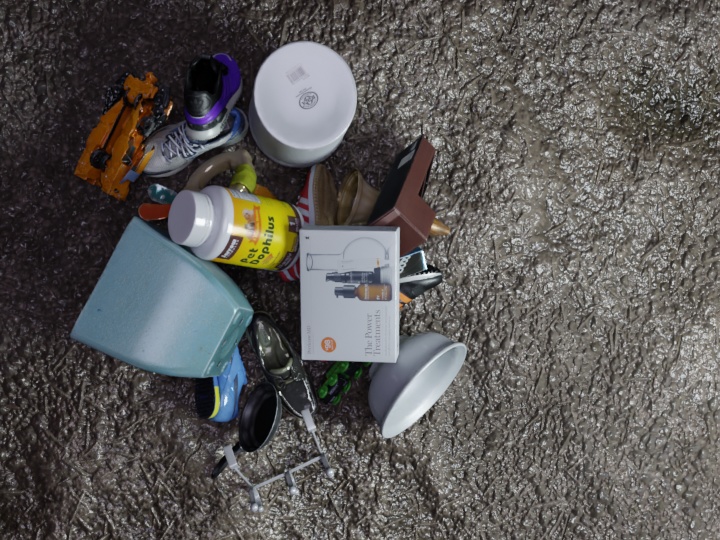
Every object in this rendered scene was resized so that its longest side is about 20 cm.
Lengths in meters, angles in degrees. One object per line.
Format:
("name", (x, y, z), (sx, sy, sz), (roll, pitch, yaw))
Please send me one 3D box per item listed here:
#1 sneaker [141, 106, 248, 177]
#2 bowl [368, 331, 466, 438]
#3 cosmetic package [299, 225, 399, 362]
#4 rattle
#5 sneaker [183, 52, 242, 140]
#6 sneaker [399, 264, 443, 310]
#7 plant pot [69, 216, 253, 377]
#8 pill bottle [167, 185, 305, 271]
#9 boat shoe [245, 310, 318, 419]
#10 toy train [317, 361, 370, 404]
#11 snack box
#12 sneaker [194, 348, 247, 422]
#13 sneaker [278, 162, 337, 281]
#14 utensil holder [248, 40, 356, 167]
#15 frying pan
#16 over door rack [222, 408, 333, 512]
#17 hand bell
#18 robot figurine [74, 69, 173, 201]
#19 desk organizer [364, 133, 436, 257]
("sneaker", (-0.276, -0.216, 1.335), (0.198, 0.085, 0.078), (-28, 95, -6))
("bowl", (0.077, 0.170, 1.361), (0.201, 0.201, 0.090), (-46, 66, -5))
("cosmetic package", (-0.016, 0.035, 1.259), (0.148, 0.052, 0.204), (1, 101, 9))
("rattle", (-0.244, -0.104, 1.371), (0.198, 0.143, 0.132), (-29, 62, 9))
("sneaker", (-0.230, -0.300, 1.288), (0.068, 0.202, 0.101), (2, 135, 3))
("sneaker", (0.048, 0.049, 1.403), (0.196, 0.070, 0.092), (-13, 108, -7))
("plant pot", (-0.280, 0.065, 1.264), (0.198, 0.196, 0.199), (29, 87, 7))
("pill bottle", (-0.186, -0.064, 1.248), (0.198, 0.108, 0.111), (10, 90, -44))
("boat shoe", (-0.132, 0.161, 1.373), (0.071, 0.066, 0.203), (-28, 95, -7))
("toy train", (-0.008, 0.139, 1.368), (0.041, 0.057, 0.201), (29, 111, -28))
("snack box", (0.000, 0.000, 1.362), (0.197, 0.116, 0.038), (-20, 108, -7))
("sneaker", (-0.227, 0.147, 1.370), (0.078, 0.065, 0.204), (10, 76, -47))
("sneaker", (-0.098, -0.077, 1.371), (0.071, 0.111, 0.203), (32, 50, -46))
("utensil holder", (-0.092, -0.256, 1.303), (0.166, 0.200, 0.174), (0, 92, -8))
("frying pan", (-0.178, 0.276, 1.353), (0.031, 0.114, 0.193), (23, 89, -32))
("over door rack", (-0.123, 0.317, 1.322), (0.146, 0.201, 0.067), (-24, 54, -8))
("hand bell", (0.063, -0.092, 1.398), (0.197, 0.104, 0.106), (17, 89, -20))
("robot figurine", (-0.371, -0.221, 1.316), (0.144, 0.058, 0.202), (27, 87, 32))
("desk organizer", (0.082, -0.122, 1.336), (0.077, 0.071, 0.202), (41, 43, -18))
